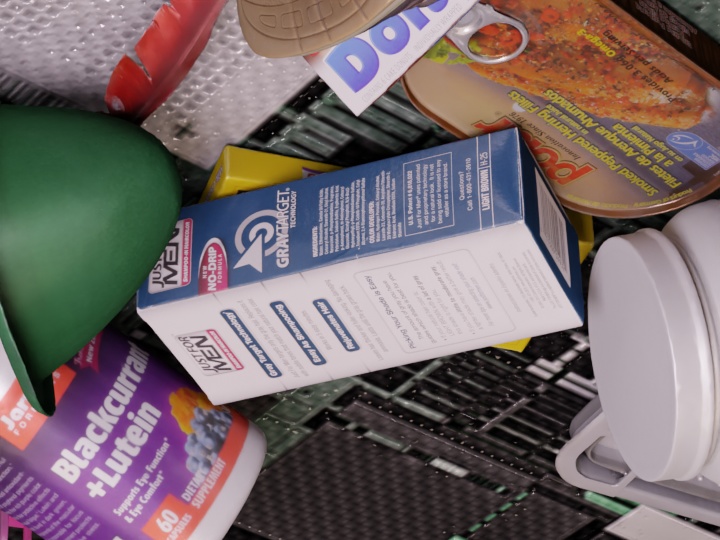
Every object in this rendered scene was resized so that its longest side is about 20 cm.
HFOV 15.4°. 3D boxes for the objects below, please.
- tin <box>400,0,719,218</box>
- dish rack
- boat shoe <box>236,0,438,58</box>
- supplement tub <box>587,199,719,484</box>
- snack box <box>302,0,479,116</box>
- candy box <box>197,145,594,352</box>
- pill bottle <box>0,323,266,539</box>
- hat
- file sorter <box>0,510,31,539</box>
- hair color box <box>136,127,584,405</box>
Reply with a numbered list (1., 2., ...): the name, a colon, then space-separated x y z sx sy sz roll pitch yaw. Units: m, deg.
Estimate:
1. tin: 0.102 -0.091 1.273 0.112 0.042 0.200 -35 132 28
2. dish rack: 0.226 0.081 1.498 0.200 0.044 0.172 19 136 -26
3. boat shoe: 0.027 -0.144 1.120 0.065 0.072 0.200 1 155 -44
4. supplement tub: 0.228 0.030 1.327 0.200 0.145 0.145 -8 143 -14
5. snack box: 0.038 -0.154 1.167 0.072 0.024 0.200 47 128 -1
6. candy box: 0.010 -0.009 1.377 0.200 0.026 0.102 10 143 -17
7. pill bottle: -0.158 0.074 1.368 0.200 0.111 0.111 35 131 -12
8. hat: -0.089 -0.040 1.233 0.176 0.166 0.200 -15 155 -1
9. file sorter: -0.254 0.132 1.450 0.200 0.125 0.139 11 140 -19
10. hair color box: 0.000 0.000 1.311 0.200 0.061 0.100 -13 143 16
